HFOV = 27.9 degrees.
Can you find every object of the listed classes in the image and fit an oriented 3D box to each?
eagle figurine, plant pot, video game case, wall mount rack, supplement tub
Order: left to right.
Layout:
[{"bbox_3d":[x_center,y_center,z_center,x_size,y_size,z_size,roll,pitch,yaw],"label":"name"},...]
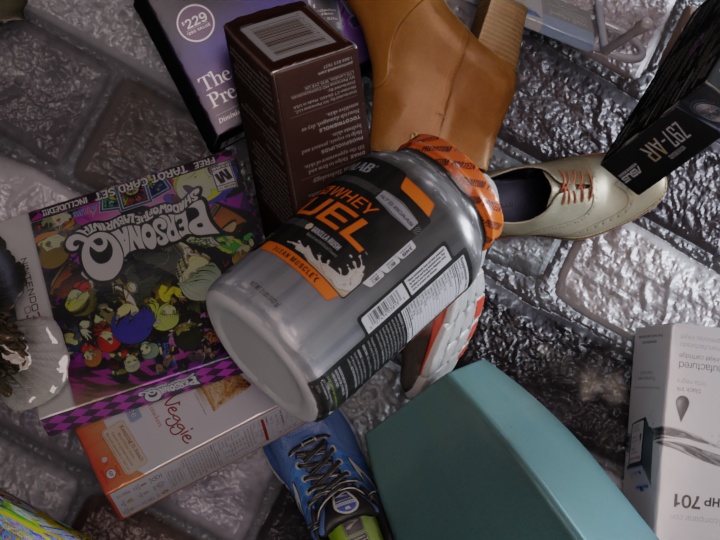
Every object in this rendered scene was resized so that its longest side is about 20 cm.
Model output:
[{"bbox_3d":[-0.315,0.031,1.057,0.151,0.200,0.152,-19,106,-25],"label":"eagle figurine"},{"bbox_3d":[-0.165,0.013,1.104,0.199,0.036,0.182,-17,60,-5],"label":"video game case"},{"bbox_3d":[0.000,0.000,1.017,0.200,0.122,0.123,-42,93,-21],"label":"supplement tub"},{"bbox_3d":[0.105,0.178,1.112,0.141,0.141,0.201,-38,79,22],"label":"plant pot"},{"bbox_3d":[0.156,-0.224,1.166,0.199,0.174,0.075,19,121,-8],"label":"wall mount rack"}]

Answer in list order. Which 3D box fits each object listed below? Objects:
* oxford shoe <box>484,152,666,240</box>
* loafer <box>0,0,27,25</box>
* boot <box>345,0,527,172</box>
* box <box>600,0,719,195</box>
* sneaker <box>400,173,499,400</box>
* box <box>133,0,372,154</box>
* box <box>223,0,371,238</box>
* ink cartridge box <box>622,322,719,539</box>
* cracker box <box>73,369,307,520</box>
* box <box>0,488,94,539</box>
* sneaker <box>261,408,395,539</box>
[{"bbox_3d":[0.167,-0.059,1.196,0.199,0.074,0.071,-12,87,-11],"label":"oxford shoe"},{"bbox_3d":[-0.346,-0.167,1.124,0.199,0.075,0.070,-23,101,-7],"label":"loafer"},{"bbox_3d":[0.024,-0.162,1.109,0.200,0.071,0.145,19,87,-7],"label":"boot"},{"bbox_3d":[0.287,-0.171,1.159,0.043,0.160,0.200,37,62,-5],"label":"box"},{"bbox_3d":[0.052,0.006,1.159,0.081,0.077,0.201,21,113,23],"label":"sneaker"},{"bbox_3d":[-0.063,-0.206,1.168,0.199,0.079,0.142,-29,88,-11],"label":"box"},{"bbox_3d":[-0.039,-0.089,1.097,0.075,0.100,0.201,-19,127,-17],"label":"box"},{"bbox_3d":[0.300,0.152,1.195,0.145,0.086,0.202,7,83,-9],"label":"ink cartridge box"},{"bbox_3d":[-0.127,0.082,1.113,0.199,0.058,0.134,-27,61,-12],"label":"cracker box"},{"bbox_3d":[-0.305,0.199,1.002,0.192,0.200,0.123,25,81,11],"label":"box"},{"bbox_3d":[-0.017,0.170,1.133,0.078,0.089,0.201,-28,84,-11],"label":"sneaker"}]
